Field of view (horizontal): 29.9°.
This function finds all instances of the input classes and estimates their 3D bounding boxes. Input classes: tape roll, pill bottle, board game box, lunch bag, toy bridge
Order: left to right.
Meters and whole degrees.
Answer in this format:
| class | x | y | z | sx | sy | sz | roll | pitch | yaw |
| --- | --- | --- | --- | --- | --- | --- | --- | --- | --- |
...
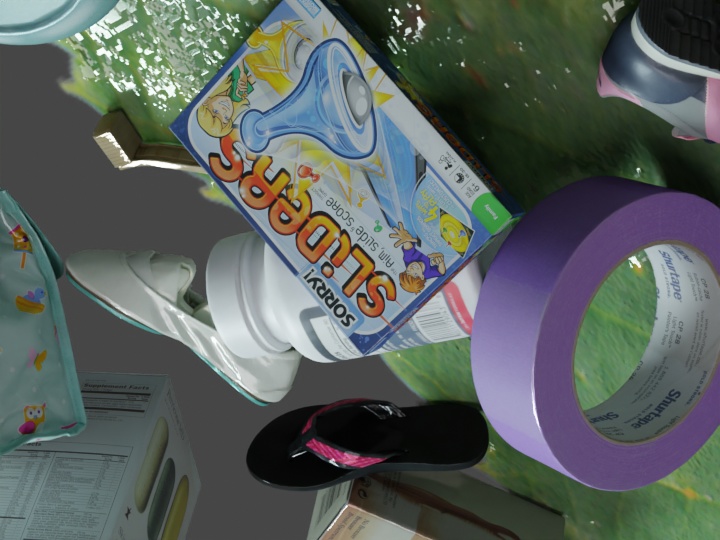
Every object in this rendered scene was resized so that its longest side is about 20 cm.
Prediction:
| class | x | y | z | sx | sy | sz | roll | pitch | yaw |
| --- | --- | --- | --- | --- | --- | --- | --- | --- | --- |
| lunch bag | -0.310 | 0.039 | 1.021 | 0.170 | 0.122 | 0.200 | -10 | 91 | 39 |
| toy bridge | -0.084 | -0.101 | 0.932 | 0.200 | 0.027 | 0.067 | -13 | 130 | 23 |
| board game box | -0.012 | -0.065 | 0.857 | 0.135 | 0.034 | 0.200 | -45 | 80 | 20 |
| pill bottle | 0.000 | 0.000 | 0.942 | 0.200 | 0.120 | 0.120 | -11 | 128 | 22 |
| tape roll | 0.171 | 0.041 | 0.893 | 0.066 | 0.200 | 0.200 | 23 | 152 | 53 |

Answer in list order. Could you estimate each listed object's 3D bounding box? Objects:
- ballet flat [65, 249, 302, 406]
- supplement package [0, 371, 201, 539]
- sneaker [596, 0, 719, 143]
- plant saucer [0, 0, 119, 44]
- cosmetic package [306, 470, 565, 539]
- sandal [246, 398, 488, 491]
| class | x | y | z | sx | sy | sz | roll | pitch | yaw |
| --- | --- | --- | --- | --- | --- | --- | --- | --- | --- |
| ballet flat | -0.129 | 0.027 | 1.038 | 0.200 | 0.069 | 0.069 | 34 | 129 | -12 |
| supplement package | -0.239 | 0.206 | 1.122 | 0.150 | 0.200 | 0.152 | 1 | 132 | 11 |
| sneaker | 0.242 | -0.104 | 0.845 | 0.200 | 0.070 | 0.082 | 27 | 148 | -9 |
| plant saucer | -0.241 | -0.224 | 0.857 | 0.200 | 0.027 | 0.200 | 7 | 132 | 7 |
| cosmetic package | 0.064 | 0.231 | 1.156 | 0.200 | 0.087 | 0.103 | 24 | 131 | -9 |
| sandal | 0.003 | 0.133 | 1.091 | 0.200 | 0.075 | 0.045 | -7 | 146 | 8 |
